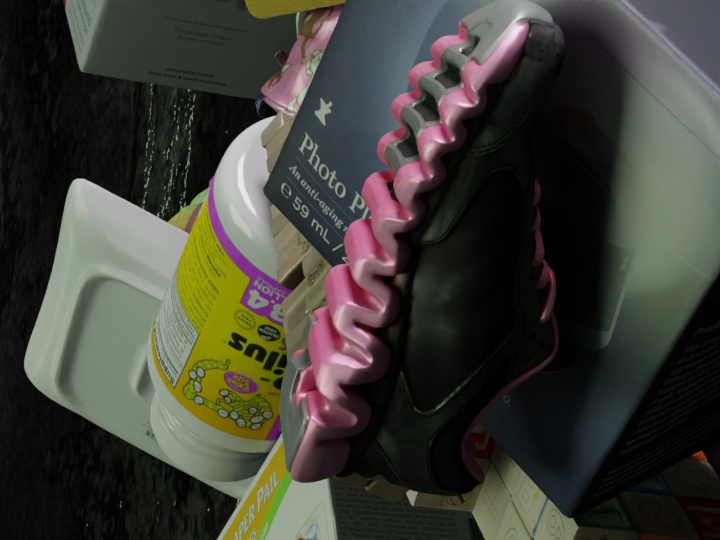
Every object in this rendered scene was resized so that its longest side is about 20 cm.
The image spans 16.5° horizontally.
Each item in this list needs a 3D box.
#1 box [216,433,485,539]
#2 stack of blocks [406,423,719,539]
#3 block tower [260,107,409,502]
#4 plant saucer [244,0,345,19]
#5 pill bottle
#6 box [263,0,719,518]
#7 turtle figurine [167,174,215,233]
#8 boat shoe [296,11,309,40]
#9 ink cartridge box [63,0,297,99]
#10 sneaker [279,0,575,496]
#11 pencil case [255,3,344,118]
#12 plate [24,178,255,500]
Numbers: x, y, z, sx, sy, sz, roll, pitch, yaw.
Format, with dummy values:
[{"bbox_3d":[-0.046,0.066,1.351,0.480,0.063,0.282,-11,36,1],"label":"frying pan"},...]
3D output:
[{"bbox_3d":[-0.003,0.157,1.264,0.200,0.112,0.102,121,149,-48],"label":"box"},{"bbox_3d":[0.078,0.076,1.083,0.200,0.114,0.059,-116,39,-53],"label":"stack of blocks"},{"bbox_3d":[0.000,0.000,1.082,0.058,0.054,0.201,-45,35,30],"label":"block tower"},{"bbox_3d":[0.009,-0.231,1.199,0.199,0.048,0.201,-2,68,55],"label":"plant saucer"},{"bbox_3d":[-0.046,0.021,1.242,0.200,0.103,0.105,117,151,-48],"label":"pill bottle"},{"bbox_3d":[0.089,-0.052,0.978,0.200,0.123,0.199,46,132,23],"label":"box"},{"bbox_3d":[-0.031,-0.003,1.437,0.193,0.200,0.145,-6,53,48],"label":"turtle figurine"},{"bbox_3d":[0.020,-0.206,1.381,0.200,0.075,0.061,-55,34,29],"label":"boat shoe"},{"bbox_3d":[-0.095,-0.235,1.572,0.146,0.144,0.201,-109,34,-49],"label":"ink cartridge box"},{"bbox_3d":[0.042,-0.002,0.914,0.079,0.095,0.201,-94,25,-65],"label":"sneaker"},{"bbox_3d":[0.021,-0.154,1.252,0.201,0.086,0.083,-65,-14,3],"label":"pencil case"},{"bbox_3d":[-0.095,0.058,1.399,0.032,0.199,0.200,-61,-3,-37],"label":"plate"}]
